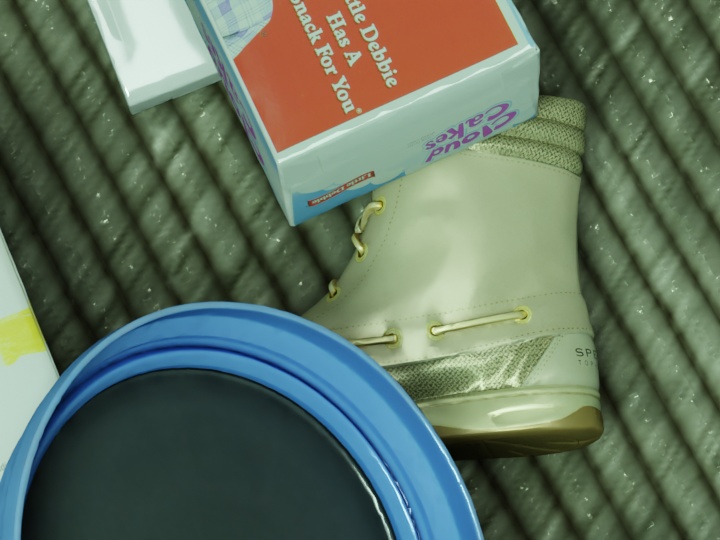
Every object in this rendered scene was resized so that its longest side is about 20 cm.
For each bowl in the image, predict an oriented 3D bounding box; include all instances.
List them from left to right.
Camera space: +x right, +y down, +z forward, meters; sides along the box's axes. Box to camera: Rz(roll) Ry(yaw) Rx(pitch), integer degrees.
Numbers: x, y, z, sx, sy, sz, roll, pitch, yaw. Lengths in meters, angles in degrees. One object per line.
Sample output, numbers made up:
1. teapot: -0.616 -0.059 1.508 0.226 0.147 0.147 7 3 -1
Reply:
1. bowl: -0.043 0.112 1.022 0.200 0.039 0.202 13 65 -30

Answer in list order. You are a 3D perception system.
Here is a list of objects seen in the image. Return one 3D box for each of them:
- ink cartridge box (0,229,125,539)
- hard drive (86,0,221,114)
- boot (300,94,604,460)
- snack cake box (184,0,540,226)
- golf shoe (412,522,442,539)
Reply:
1. ink cartridge box: -0.185 0.060 1.040 0.144 0.083 0.201 -21 90 -20
2. hard drive: -0.031 -0.165 1.233 0.199 0.026 0.133 -22 82 -5
3. boot: 0.000 0.000 1.186 0.199 0.073 0.157 -2 76 7
4. snack cake box: -0.019 -0.135 1.161 0.114 0.067 0.201 -23 69 -5
5. golf shoe: 0.031 0.145 1.117 0.200 0.098 0.078 39 59 24
